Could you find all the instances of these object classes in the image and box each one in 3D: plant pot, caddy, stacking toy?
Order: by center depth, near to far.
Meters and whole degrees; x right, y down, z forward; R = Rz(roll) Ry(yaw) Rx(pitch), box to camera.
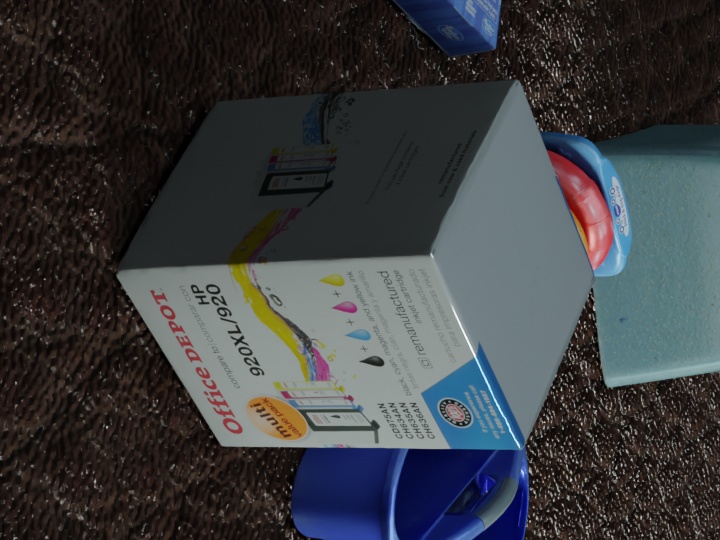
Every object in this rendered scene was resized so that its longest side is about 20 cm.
[{"bbox_3d":[0.044,0.146,1.339,0.200,0.105,0.142,-42,124,-55],"label":"caddy"},{"bbox_3d":[0.093,-0.003,1.472,0.200,0.109,0.116,-44,127,-41],"label":"stacking toy"},{"bbox_3d":[0.314,-0.021,1.747,0.196,0.199,0.197,-18,103,-60],"label":"plant pot"}]

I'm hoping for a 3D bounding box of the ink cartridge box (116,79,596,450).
[{"bbox_3d":[0.000,0.000,1.186,0.148,0.199,0.145,63,39,-35],"label":"ink cartridge box"}]

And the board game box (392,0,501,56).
[{"bbox_3d":[0.043,-0.280,1.456,0.200,0.043,0.200,37,54,-53],"label":"board game box"}]
